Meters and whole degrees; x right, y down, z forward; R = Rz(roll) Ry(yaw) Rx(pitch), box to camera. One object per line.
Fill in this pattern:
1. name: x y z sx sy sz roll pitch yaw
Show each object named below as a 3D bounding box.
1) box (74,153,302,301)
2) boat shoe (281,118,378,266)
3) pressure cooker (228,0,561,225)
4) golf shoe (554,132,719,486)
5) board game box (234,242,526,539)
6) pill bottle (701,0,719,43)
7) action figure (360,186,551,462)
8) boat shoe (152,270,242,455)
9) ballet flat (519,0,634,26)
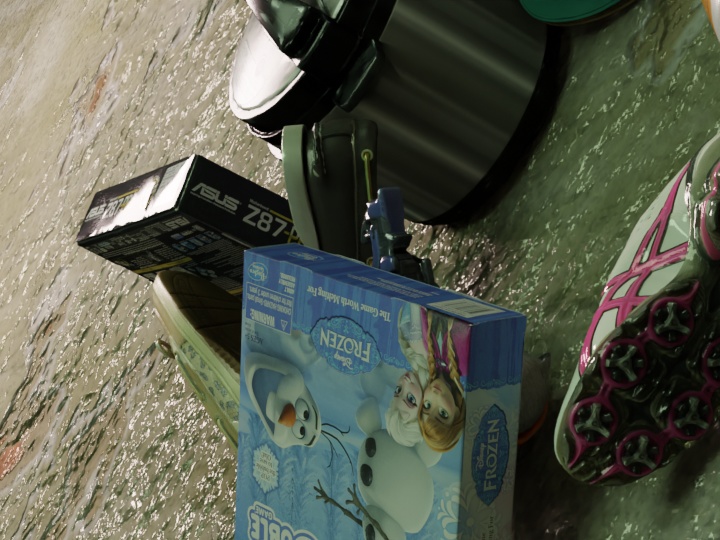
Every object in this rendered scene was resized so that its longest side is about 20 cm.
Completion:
1. box: -0.094 -0.015 1.547 0.200 0.160 0.049 -15 50 63
2. boat shoe: 0.000 0.000 1.352 0.060 0.202 0.072 -9 31 7
3. pressure cooker: 0.007 -0.144 1.416 0.176 0.199 0.180 -23 45 54
4. golf shoe: 0.156 0.019 1.088 0.201 0.072 0.092 -56 15 -8
5. board game box: 0.004 0.102 1.180 0.199 0.043 0.201 17 109 51
6. pill bottle: 0.219 -0.153 1.077 0.111 0.111 0.201 -51 25 26
7. action figure: 0.042 0.051 1.250 0.193 0.104 0.202 0 95 59
8. boat shoe: -0.090 0.076 1.483 0.200 0.073 0.063 51 122 38
9. ballet flat: 0.175 -0.214 1.331 0.200 0.069 0.063 -34 8 46
